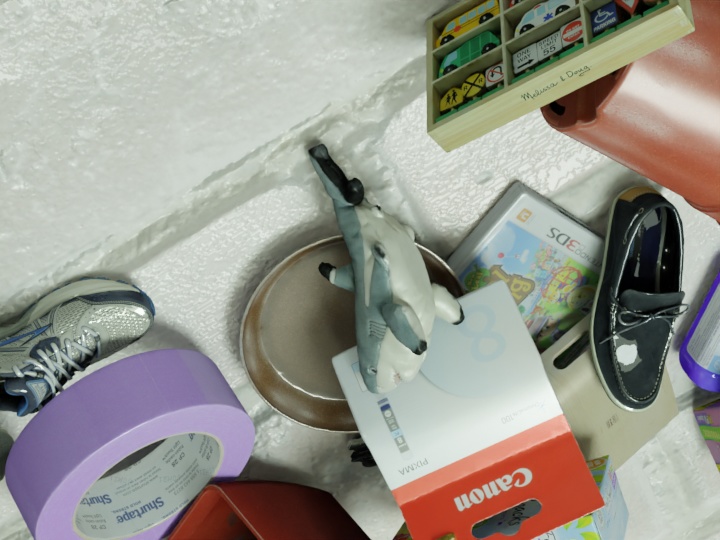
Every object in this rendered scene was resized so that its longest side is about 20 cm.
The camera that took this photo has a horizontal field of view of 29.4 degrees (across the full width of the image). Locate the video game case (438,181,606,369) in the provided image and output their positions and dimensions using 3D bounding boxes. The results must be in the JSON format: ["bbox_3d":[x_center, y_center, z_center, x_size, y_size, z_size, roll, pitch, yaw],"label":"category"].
[{"bbox_3d":[0.141,0.035,1.242,0.182,0.022,0.200,28,112,-33],"label":"video game case"}]

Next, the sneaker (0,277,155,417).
[{"bbox_3d":[-0.254,0.075,1.090,0.199,0.085,0.077,-22,129,-4],"label":"sneaker"}]

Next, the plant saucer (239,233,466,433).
[{"bbox_3d":[-0.005,0.050,1.178,0.199,0.032,0.201,-4,121,-7],"label":"plant saucer"}]

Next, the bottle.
[{"bbox_3d":[0.372,0.022,1.286,0.083,0.065,0.200,5,123,-24],"label":"bottle"}]

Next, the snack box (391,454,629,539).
[{"bbox_3d":[0.127,0.238,1.206,0.199,0.169,0.068,-17,95,16],"label":"snack box"}]

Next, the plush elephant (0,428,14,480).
[{"bbox_3d":[-0.399,0.179,1.082,0.200,0.154,0.165,45,61,-74],"label":"plush elephant"}]

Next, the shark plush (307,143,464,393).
[{"bbox_3d":[0.000,0.000,1.084,0.083,0.091,0.200,-21,107,31],"label":"shark plush"}]

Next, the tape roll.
[{"bbox_3d":[-0.189,0.156,1.140,0.200,0.066,0.200,-26,148,-18],"label":"tape roll"}]

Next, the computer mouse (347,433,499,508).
[{"bbox_3d":[0.075,0.160,1.221,0.138,0.200,0.053,-5,98,-14],"label":"computer mouse"}]

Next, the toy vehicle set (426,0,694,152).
[{"bbox_3d":[0.135,-0.175,0.978,0.200,0.125,0.027,-25,133,28],"label":"toy vehicle set"}]

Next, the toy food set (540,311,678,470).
[{"bbox_3d":[0.220,0.125,1.301,0.143,0.060,0.200,-39,138,-9],"label":"toy food set"}]

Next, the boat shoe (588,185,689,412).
[{"bbox_3d":[0.245,0.027,1.196,0.074,0.062,0.201,1,97,-17],"label":"boat shoe"}]

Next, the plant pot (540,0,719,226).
[{"bbox_3d":[0.255,-0.146,1.053,0.195,0.201,0.201,19,117,-21],"label":"plant pot"}]

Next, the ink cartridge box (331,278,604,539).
[{"bbox_3d":[0.086,0.129,1.119,0.160,0.200,0.047,-25,159,4],"label":"ink cartridge box"}]

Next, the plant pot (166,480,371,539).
[{"bbox_3d":[-0.070,0.308,1.243,0.200,0.200,0.176,-53,159,25],"label":"plant pot"}]

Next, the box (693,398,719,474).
[{"bbox_3d":[0.448,0.137,1.321,0.199,0.097,0.176,-23,173,-2],"label":"box"}]
